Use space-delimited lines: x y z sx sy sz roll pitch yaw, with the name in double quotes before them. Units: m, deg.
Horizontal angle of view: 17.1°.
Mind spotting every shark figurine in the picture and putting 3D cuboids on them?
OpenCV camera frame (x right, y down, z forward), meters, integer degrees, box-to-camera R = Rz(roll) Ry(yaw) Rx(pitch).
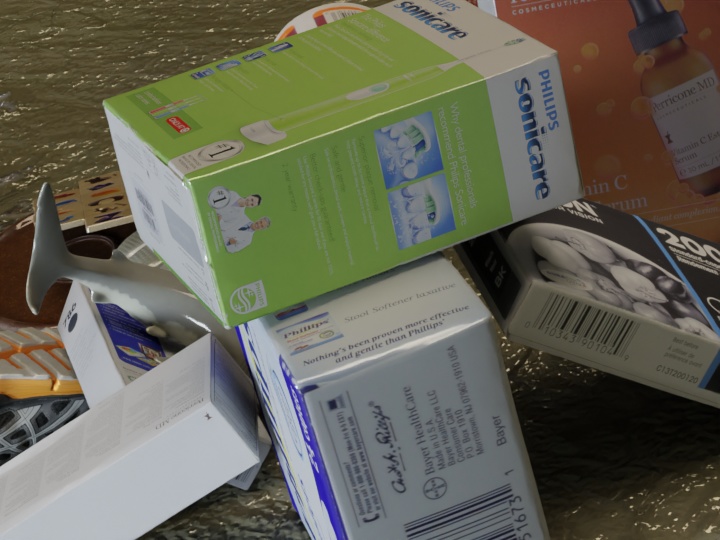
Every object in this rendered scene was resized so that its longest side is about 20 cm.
"shark figurine" -0.097 0.011 1.418 0.214 0.090 0.128 30 12 -6

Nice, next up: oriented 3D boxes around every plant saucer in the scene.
"plant saucer" -0.186 0.003 1.624 0.200 0.035 0.200 -10 35 7

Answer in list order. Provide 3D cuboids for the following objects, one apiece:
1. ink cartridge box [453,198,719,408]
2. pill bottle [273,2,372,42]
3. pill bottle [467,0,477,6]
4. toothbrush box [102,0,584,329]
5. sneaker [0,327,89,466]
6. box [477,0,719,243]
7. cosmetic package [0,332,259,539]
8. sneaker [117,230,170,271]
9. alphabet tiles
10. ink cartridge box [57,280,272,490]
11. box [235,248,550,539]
"ink cartridge box" 0.137 -0.002 1.339 0.198 0.043 0.200 18 23 -26
"pill bottle" -0.001 -0.104 1.681 0.114 0.114 0.200 -15 27 -2
"pill bottle" 0.124 -0.189 1.787 0.112 0.112 0.200 -26 29 -23
"toothbrush box" -0.011 -0.062 1.220 0.200 0.086 0.146 -22 26 -16
"sneaker" -0.224 0.088 1.467 0.200 0.077 0.078 -9 25 -33
"box" 0.160 -0.116 1.508 0.152 0.200 0.106 -11 22 0
"cosmetic package" -0.149 0.121 1.313 0.200 0.051 0.083 -32 22 12
"sneaker" -0.085 -0.007 1.534 0.070 0.080 0.200 -5 13 32
"alphabet tiles" -0.139 -0.056 1.615 0.166 0.006 0.200 -15 12 -5
"ink cartridge box" -0.124 0.059 1.448 0.099 0.039 0.200 22 16 -23
"box" 0.012 0.077 1.238 0.105 0.184 0.200 -20 26 -8
